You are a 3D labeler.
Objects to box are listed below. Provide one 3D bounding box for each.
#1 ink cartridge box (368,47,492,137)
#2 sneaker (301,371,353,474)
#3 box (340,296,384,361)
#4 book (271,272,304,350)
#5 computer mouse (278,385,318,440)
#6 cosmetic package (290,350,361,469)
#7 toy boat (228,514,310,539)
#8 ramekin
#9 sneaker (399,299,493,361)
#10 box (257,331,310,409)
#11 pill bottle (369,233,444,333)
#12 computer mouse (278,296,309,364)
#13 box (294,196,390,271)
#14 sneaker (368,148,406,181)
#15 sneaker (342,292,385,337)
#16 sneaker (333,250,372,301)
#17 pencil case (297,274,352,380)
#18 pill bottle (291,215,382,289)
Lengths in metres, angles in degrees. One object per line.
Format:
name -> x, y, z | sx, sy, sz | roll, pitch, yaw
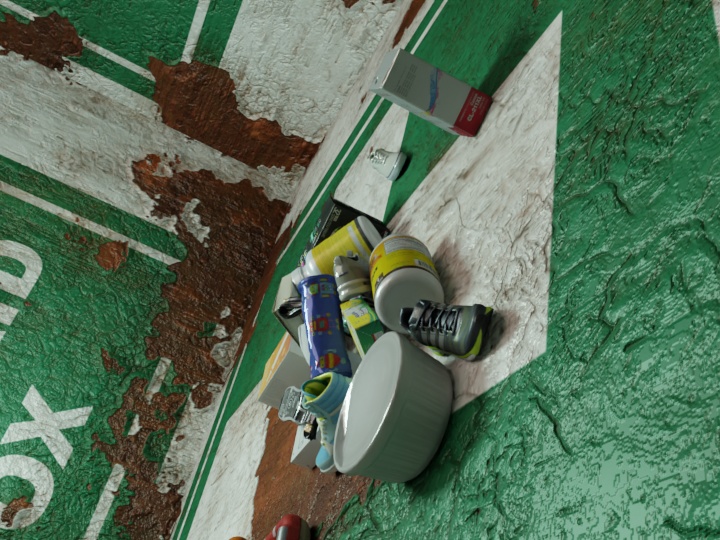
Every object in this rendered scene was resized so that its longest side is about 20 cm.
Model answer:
ink cartridge box -> 0.128, -0.335, 1.337 | 0.083, 0.198, 0.146 | -63, 13, 9
sneaker -> -0.059, 0.250, 1.196 | 0.201, 0.130, 0.080 | -60, 16, 22
box -> 0.013, 0.117, 1.191 | 0.048, 0.118, 0.200 | -22, 13, -7
book -> -0.108, 0.117, 1.516 | 0.048, 0.201, 0.134 | -27, 25, 14
computer mouse -> -0.104, 0.258, 1.344 | 0.200, 0.044, 0.111 | -12, 60, 66
cosmetic package -> -0.064, 0.269, 1.365 | 0.200, 0.051, 0.152 | -54, 20, 41
toy boat -> -0.178, 0.500, 1.222 | 0.201, 0.130, 0.131 | -56, 16, 36
ramekin -> 0.046, 0.192, 0.962 | 0.203, 0.094, 0.203 | -59, 15, 27
sneaker -> 0.109, 0.075, 0.946 | 0.075, 0.080, 0.200 | -69, 13, -16
box -> -0.161, 0.230, 1.713 | 0.201, 0.097, 0.125 | -56, 16, 35
pill bottle -> 0.070, 0.011, 1.155 | 0.110, 0.108, 0.200 | -61, 14, 20
computer mouse -> -0.089, 0.140, 1.405 | 0.109, 0.201, 0.044 | -7, 29, 26
box -> -0.046, -0.043, 1.625 | 0.201, 0.147, 0.124 | -64, 13, 9
sneaker -> 0.061, -0.270, 1.776 | 0.074, 0.070, 0.200 | -65, 13, 0
sneaker -> 0.015, 0.053, 1.371 | 0.141, 0.077, 0.200 | -70, 14, -14
sneaker -> 0.000, 0.000, 1.259 | 0.074, 0.083, 0.200 | -20, -1, 10
pencil case -> -0.063, 0.109, 1.263 | 0.087, 0.077, 0.202 | 62, -163, -64
pill bottle -> -0.045, -0.018, 1.504 | 0.199, 0.112, 0.112 | -34, 20, 9
